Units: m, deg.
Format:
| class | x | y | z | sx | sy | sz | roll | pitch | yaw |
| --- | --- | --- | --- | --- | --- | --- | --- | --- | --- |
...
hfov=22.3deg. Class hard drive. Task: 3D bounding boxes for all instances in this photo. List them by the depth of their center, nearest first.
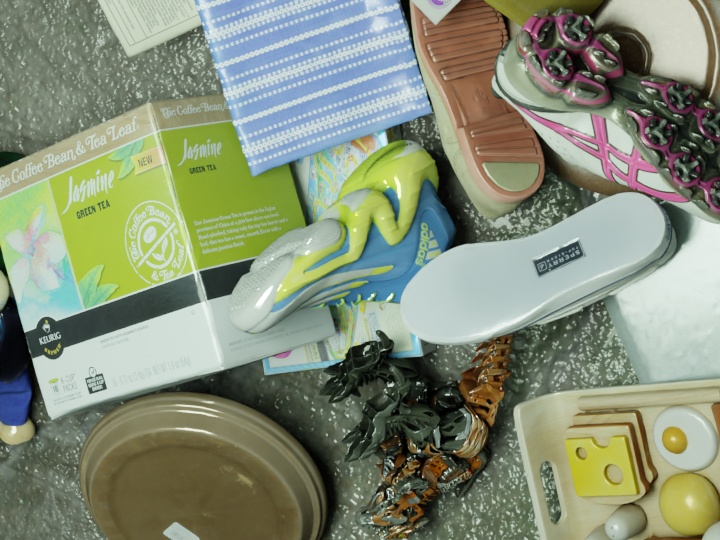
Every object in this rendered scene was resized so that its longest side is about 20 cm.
| class | x | y | z | sx | sy | sz | roll | pitch | yaw |
| --- | --- | --- | --- | --- | --- | --- | --- | --- | --- |
| hard drive | 0.256 | 0.040 | 1.291 | 0.139 | 0.033 | 0.201 | -25 | 87 | 23 |

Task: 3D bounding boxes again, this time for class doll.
| class | x | y | z | sx | sy | sz | roll | pitch | yaw |
| --- | --- | --- | --- | --- | --- | --- | --- | --- | --- |
| doll | -0.293 | 0.065 | 1.448 | 0.201 | 0.136 | 0.049 | 97 | 151 | -49 |

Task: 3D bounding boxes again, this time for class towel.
| class | x | y | z | sx | sy | sz | roll | pitch | yaw |
| --- | --- | --- | --- | --- | --- | --- | --- | --- | --- |
| towel | -0.040 | -0.182 | 1.297 | 0.144 | 0.024 | 0.201 | -19 | 107 | -6 |

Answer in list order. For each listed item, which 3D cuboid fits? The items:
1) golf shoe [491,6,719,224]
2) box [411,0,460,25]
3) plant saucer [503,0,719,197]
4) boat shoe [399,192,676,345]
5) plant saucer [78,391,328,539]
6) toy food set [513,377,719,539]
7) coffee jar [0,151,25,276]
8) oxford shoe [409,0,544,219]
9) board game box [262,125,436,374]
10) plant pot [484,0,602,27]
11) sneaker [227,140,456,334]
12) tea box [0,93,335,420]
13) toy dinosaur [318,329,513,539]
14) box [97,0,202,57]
| class | x | y | z | sx | sy | sz | roll | pitch | yaw |
| --- | --- | --- | --- | --- | --- | --- | --- | --- | --- |
| golf shoe | 0.180 | -0.097 | 1.254 | 0.200 | 0.073 | 0.092 | 38 | 151 | -3 |
| box | -0.004 | -0.253 | 1.251 | 0.041 | 0.039 | 0.200 | -42 | 109 | 15 |
| plant saucer | 0.188 | -0.150 | 1.294 | 0.199 | 0.037 | 0.202 | 3 | 99 | 22 |
| boat shoe | 0.127 | 0.009 | 1.279 | 0.199 | 0.065 | 0.074 | -17 | 67 | 17 |
| plant saucer | -0.124 | 0.179 | 1.414 | 0.199 | 0.030 | 0.201 | 6 | 127 | 7 |
| toy food set | 0.205 | 0.156 | 1.284 | 0.199 | 0.060 | 0.144 | -8 | 99 | 40 |
| coffee jar | -0.329 | -0.036 | 1.427 | 0.085 | 0.200 | 0.105 | -4 | 96 | 22 |
| oxford shoe | 0.072 | -0.131 | 1.326 | 0.070 | 0.074 | 0.201 | -8 | 72 | -18 |
| board game box | -0.024 | -0.028 | 1.395 | 0.134 | 0.034 | 0.201 | -8 | 94 | 23 |
| plant pot | 0.094 | -0.296 | 1.205 | 0.194 | 0.200 | 0.196 | -47 | 65 | 20 |
| sneaker | 0.000 | 0.000 | 1.296 | 0.105 | 0.200 | 0.076 | 54 | 155 | -16 |
| tea box | -0.153 | -0.012 | 1.370 | 0.199 | 0.133 | 0.198 | -19 | 86 | 39 |
| toy dinosaur | 0.048 | 0.108 | 1.353 | 0.102 | 0.135 | 0.201 | 25 | 92 | 62 |
| box | -0.101 | -0.245 | 1.364 | 0.199 | 0.078 | 0.095 | -19 | 108 | 22 |
